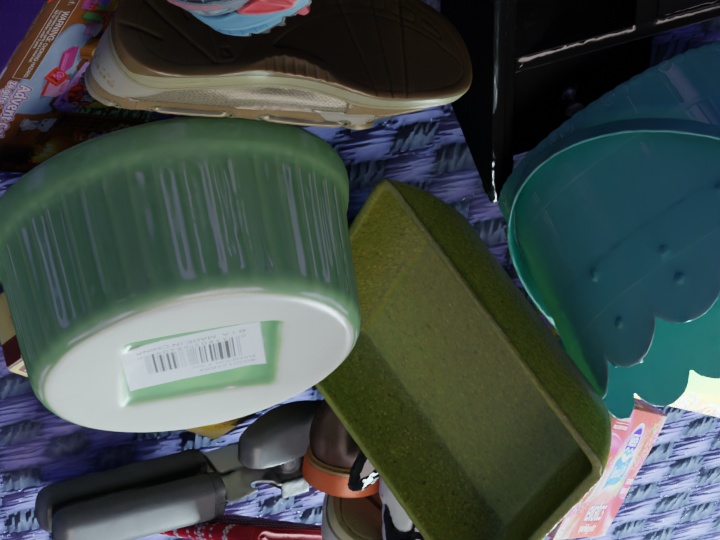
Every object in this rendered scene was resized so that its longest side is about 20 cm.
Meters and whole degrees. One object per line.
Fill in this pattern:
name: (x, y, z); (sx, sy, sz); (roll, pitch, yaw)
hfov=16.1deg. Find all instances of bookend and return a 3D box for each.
bookend: (0.149, -0.151, 1.386); (0.199, 0.092, 0.200); (-15, 150, -8)

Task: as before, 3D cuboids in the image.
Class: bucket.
bucket: (0.183, -0.024, 1.415); (0.207, 0.135, 0.207); (-27, 162, -9)

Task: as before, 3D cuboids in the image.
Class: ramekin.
ramekin: (-0.095, 0.009, 1.362); (0.200, 0.098, 0.200); (-11, 155, -5)

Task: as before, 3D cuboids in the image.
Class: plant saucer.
plant saucer: (0.057, 0.063, 1.423); (0.048, 0.200, 0.200); (-28, 164, -30)

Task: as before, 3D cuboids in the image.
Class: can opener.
can opener: (-0.109, 0.124, 1.624); (0.200, 0.053, 0.067); (-12, 125, -26)

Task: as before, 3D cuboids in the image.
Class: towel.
towel: (-0.100, 0.176, 1.714); (0.200, 0.023, 0.145); (3, 175, 38)

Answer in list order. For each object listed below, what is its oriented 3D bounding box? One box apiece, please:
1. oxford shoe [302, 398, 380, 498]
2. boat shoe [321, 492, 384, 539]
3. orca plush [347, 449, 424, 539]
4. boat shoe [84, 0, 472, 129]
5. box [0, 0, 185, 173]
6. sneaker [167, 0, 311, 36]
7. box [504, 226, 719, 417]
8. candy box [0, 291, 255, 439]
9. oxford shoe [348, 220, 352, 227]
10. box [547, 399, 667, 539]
oxford shoe: (0.026, 0.074, 1.640); (0.071, 0.200, 0.073); (14, 117, 16)
boat shoe: (0.014, 0.140, 1.696); (0.068, 0.075, 0.200); (-48, -176, 33)
orca plush: (0.046, 0.145, 1.561); (0.105, 0.071, 0.200); (5, 111, -48)
boat shoe: (-0.040, -0.106, 1.302); (0.201, 0.073, 0.063); (-3, 157, -28)
box: (-0.122, -0.123, 1.328); (0.137, 0.039, 0.200); (3, 142, -34)
sneaker: (-0.031, -0.171, 1.169); (0.200, 0.079, 0.095); (-30, 148, 35)
box: (0.239, -0.017, 1.624); (0.193, 0.122, 0.200); (14, 136, -44)
candy box: (-0.116, 0.036, 1.568); (0.115, 0.055, 0.200); (-33, 147, 24)
oxford shoe: (0.000, 0.000, 1.552); (0.071, 0.073, 0.200); (-41, 134, 23)
box: (0.131, 0.115, 1.707); (0.103, 0.095, 0.200); (-63, 164, 2)
